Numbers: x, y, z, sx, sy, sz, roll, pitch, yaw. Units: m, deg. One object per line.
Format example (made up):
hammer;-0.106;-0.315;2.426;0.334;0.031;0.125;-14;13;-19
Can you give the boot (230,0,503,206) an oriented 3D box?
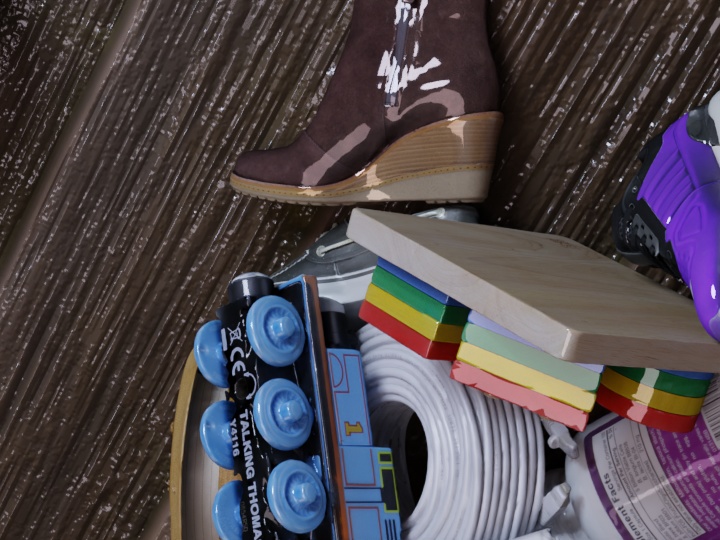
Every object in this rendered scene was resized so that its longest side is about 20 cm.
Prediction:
boot;0.002;-0.128;1.236;0.198;0.072;0.169;-1;92;23

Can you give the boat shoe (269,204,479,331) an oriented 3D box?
boat shoe;0.000;0.000;1.264;0.198;0.071;0.064;-12;67;32

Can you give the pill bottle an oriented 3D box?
pill bottle;0.204;0.132;1.188;0.199;0.112;0.113;-33;91;25

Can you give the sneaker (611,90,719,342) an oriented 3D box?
sneaker;0.202;-0.020;1.118;0.099;0.201;0.070;-25;124;28

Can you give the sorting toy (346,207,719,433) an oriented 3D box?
sorting toy;0.116;0.036;1.106;0.198;0.199;0.070;31;107;45

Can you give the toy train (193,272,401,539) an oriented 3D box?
toy train;-0.041;0.101;1.187;0.086;0.113;0.202;-23;68;44

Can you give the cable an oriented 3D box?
cable;0.039;0.130;1.228;0.200;0.069;0.201;54;127;38

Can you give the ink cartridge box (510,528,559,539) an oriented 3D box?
ink cartridge box;0.049;0.262;1.114;0.198;0.085;0.147;-18;54;1

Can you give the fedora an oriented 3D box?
fedora;-0.082;0.142;1.273;0.081;0.201;0.203;2;105;5
